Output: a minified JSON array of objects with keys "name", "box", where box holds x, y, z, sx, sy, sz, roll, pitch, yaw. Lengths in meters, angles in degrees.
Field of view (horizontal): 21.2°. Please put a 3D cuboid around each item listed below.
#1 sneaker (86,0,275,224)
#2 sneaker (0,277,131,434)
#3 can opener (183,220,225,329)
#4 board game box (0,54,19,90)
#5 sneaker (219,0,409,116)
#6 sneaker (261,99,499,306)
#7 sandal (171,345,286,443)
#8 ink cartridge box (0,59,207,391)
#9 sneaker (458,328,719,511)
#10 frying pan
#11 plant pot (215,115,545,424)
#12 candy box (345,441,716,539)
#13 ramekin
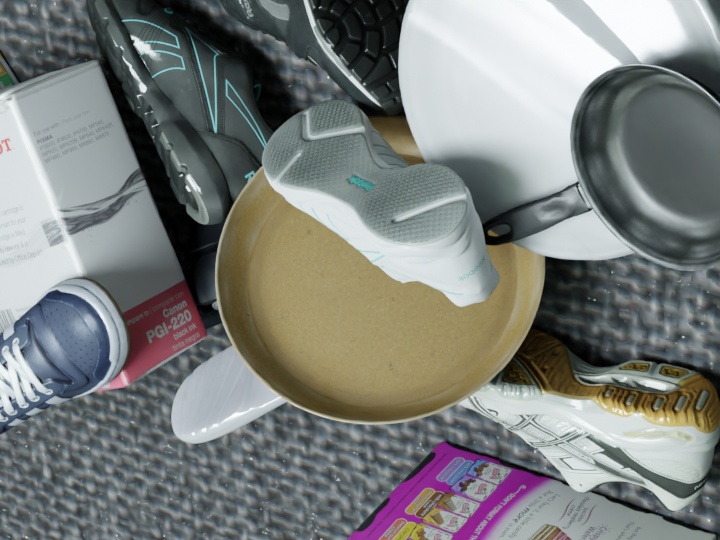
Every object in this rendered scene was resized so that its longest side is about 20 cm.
[{"name":"sneaker","box":[-0.113,-0.123,1.239,0.201,0.079,0.075,60,166,17]},{"name":"sneaker","box":[-0.229,0.072,1.205,0.200,0.108,0.070,-26,95,49]},{"name":"can opener","box":[-0.118,0.020,1.324,0.063,0.079,0.200,28,142,-31]},{"name":"board game box","box":[-0.291,-0.097,1.384,0.134,0.034,0.201,-29,95,39]},{"name":"sneaker","box":[-0.039,-0.171,1.172,0.200,0.076,0.088,54,144,4]},{"name":"sneaker","box":[0.008,-0.035,1.111,0.200,0.070,0.080,40,167,50]},{"name":"sandal","box":[-0.030,0.061,1.262,0.206,0.080,0.059,-27,136,20]},{"name":"ink cartridge box","box":[-0.205,-0.023,1.272,0.145,0.085,0.201,-11,106,46]},{"name":"sneaker","box":[0.122,0.095,1.185,0.199,0.076,0.088,16,125,29]},{"name":"frying pan","box":[0.144,-0.035,1.011,0.115,0.031,0.190,47,142,11]},{"name":"plant pot","box":[0.012,0.001,1.160,0.199,0.200,0.028,30,163,17]},{"name":"candy box","box":[0.105,0.192,1.204,0.199,0.136,0.061,17,123,26]},{"name":"ramekin","box":[0.128,-0.115,1.063,0.201,0.094,0.204,15,121,27]}]
